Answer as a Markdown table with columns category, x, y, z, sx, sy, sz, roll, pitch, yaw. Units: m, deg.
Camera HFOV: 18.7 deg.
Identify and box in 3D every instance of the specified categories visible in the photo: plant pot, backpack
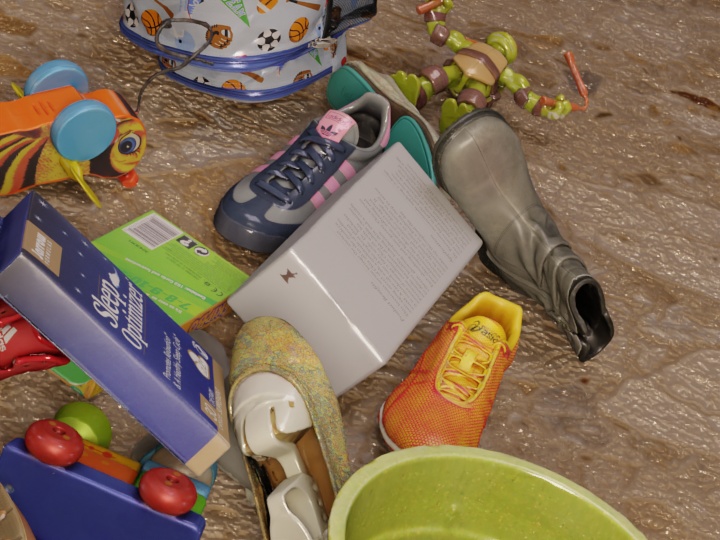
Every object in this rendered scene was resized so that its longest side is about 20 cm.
| category | x | y | z | sx | sy | sz | roll | pitch | yaw |
| --- | --- | --- | --- | --- | --- | --- | --- | --- | --- |
| plant pot | 0.046 | 0.228 | 1.148 | 0.200 | 0.190 | 0.200 | 17 | 32 | -11 |
| backpack | -0.099 | -0.221 | 1.737 | 0.200 | 0.154 | 0.190 | 14 | 23 | 32 |

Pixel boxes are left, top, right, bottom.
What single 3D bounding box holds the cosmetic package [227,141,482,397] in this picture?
| category | x | y | z | sx | sy | sz | roll | pitch | yaw |
| --- | --- | --- | --- | --- | --- | --- | --- | --- | --- |
| cosmetic package | 0.000 | 0.000 | 1.533 | 0.101 | 0.071 | 0.200 | 50 | 33 | -4 |

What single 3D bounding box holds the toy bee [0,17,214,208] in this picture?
| category | x | y | z | sx | sy | sz | roll | pitch | yaw |
| --- | --- | --- | --- | --- | --- | --- | --- | --- | --- |
| toy bee | -0.195 | -0.091 | 1.565 | 0.200 | 0.109 | 0.131 | -8 | 46 | -2 |

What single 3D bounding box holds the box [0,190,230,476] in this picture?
| category | x | y | z | sx | sy | sz | roll | pitch | yaw |
| --- | --- | --- | --- | --- | --- | --- | --- | --- | --- |
| box | -0.156 | 0.024 | 1.276 | 0.200 | 0.032 | 0.121 | 43 | 10 | -17 |

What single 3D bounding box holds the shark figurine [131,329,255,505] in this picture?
| category | x | y | z | sx | sy | sz | roll | pitch | yaw |
| --- | --- | --- | --- | --- | --- | --- | --- | --- | --- |
| shark figurine | -0.051 | 0.100 | 1.373 | 0.214 | 0.090 | 0.128 | 33 | 35 | 18 |

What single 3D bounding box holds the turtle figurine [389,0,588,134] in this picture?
| category | x | y | z | sx | sy | sz | roll | pitch | yaw |
| --- | --- | --- | --- | --- | --- | --- | --- | --- | --- |
| turtle figurine | 0.087 | -0.173 | 1.874 | 0.200 | 0.064 | 0.161 | 42 | 43 | 7 |

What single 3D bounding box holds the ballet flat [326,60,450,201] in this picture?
| category | x | y | z | sx | sy | sz | roll | pitch | yaw |
| --- | --- | --- | --- | --- | --- | --- | --- | --- | --- |
| ballet flat | 0.039 | -0.104 | 1.748 | 0.062 | 0.067 | 0.200 | 11 | 33 | -36 |

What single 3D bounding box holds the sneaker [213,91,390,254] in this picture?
| category | x | y | z | sx | sy | sz | roll | pitch | yaw |
| --- | --- | --- | --- | --- | --- | --- | --- | --- | --- |
| sneaker | -0.041 | -0.079 | 1.641 | 0.070 | 0.082 | 0.200 | 31 | 33 | 12 |

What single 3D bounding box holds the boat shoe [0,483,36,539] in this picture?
| category | x | y | z | sx | sy | sz | roll | pitch | yaw |
| --- | --- | --- | --- | --- | --- | --- | --- | --- | --- |
| boat shoe | -0.187 | 0.194 | 1.173 | 0.072 | 0.068 | 0.200 | -32 | 52 | 1 |

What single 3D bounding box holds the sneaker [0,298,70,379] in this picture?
| category | x | y | z | sx | sy | sz | roll | pitch | yaw |
| --- | --- | --- | --- | --- | --- | --- | --- | --- | --- |
| sneaker | -0.248 | 0.047 | 1.278 | 0.200 | 0.116 | 0.078 | -29 | 97 | -48 |

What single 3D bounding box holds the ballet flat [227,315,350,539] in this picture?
| category | x | y | z | sx | sy | sz | roll | pitch | yaw |
| --- | --- | --- | --- | --- | --- | --- | --- | --- | --- |
| ballet flat | -0.041 | 0.120 | 1.295 | 0.071 | 0.071 | 0.200 | -7 | 75 | -39 |

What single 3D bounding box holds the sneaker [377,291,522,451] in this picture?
| category | x | y | z | sx | sy | sz | roll | pitch | yaw |
| --- | --- | --- | --- | --- | --- | --- | --- | --- | --- |
| sneaker | 0.062 | 0.072 | 1.481 | 0.073 | 0.077 | 0.200 | 23 | 28 | 2 |

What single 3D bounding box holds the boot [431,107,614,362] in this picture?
| category | x | y | z | sx | sy | sz | roll | pitch | yaw |
| --- | --- | --- | --- | --- | --- | --- | --- | --- | --- |
| boot | 0.129 | -0.025 | 1.592 | 0.068 | 0.200 | 0.131 | -38 | 52 | -7 |

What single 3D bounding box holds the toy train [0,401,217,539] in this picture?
| category | x | y | z | sx | sy | sz | roll | pitch | yaw |
| --- | --- | --- | --- | --- | --- | --- | --- | --- | --- |
| toy train | -0.182 | 0.110 | 1.286 | 0.200 | 0.085 | 0.116 | 23 | 22 | 0 |

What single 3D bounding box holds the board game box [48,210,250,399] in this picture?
| category | x | y | z | sx | sy | sz | roll | pitch | yaw |
| --- | --- | --- | --- | --- | --- | --- | --- | --- | --- |
| board game box | -0.165 | 0.022 | 1.467 | 0.096 | 0.030 | 0.200 | 34 | 32 | 17 |
